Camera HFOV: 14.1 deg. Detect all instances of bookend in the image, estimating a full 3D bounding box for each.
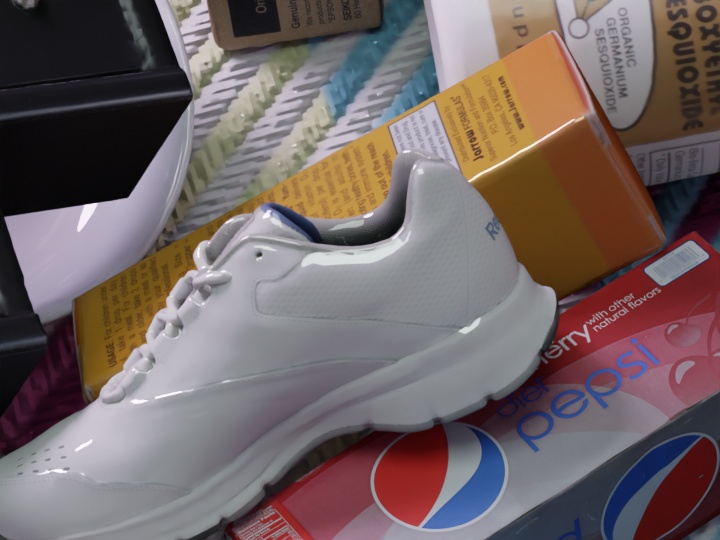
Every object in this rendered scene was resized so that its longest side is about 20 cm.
[{"bbox_3d":[-0.139,-0.034,0.989,0.198,0.092,0.200,-9,67,-28],"label":"bookend"}]

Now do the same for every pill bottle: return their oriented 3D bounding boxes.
[{"bbox_3d":[0.127,-0.092,1.076,0.199,0.115,0.115,-10,48,1],"label":"pill bottle"}]

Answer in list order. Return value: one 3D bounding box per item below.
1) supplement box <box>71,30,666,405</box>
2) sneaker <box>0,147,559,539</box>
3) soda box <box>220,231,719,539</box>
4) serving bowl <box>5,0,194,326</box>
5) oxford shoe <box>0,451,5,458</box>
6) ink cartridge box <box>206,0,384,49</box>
[{"bbox_3d":[0.000,0.000,1.008,0.200,0.067,0.069,-29,35,6],"label":"supplement box"},{"bbox_3d":[-0.039,0.027,0.947,0.200,0.087,0.075,-27,21,0],"label":"sneaker"},{"bbox_3d":[0.055,0.073,0.974,0.200,0.070,0.063,-30,51,-16],"label":"soda box"},{"bbox_3d":[-0.166,-0.062,1.095,0.200,0.066,0.201,8,70,-22],"label":"serving bowl"},{"bbox_3d":[-0.141,0.097,0.989,0.073,0.071,0.200,-14,48,-10],"label":"oxford shoe"},{"bbox_3d":[-0.043,-0.218,1.181,0.075,0.165,0.200,-9,48,2],"label":"ink cartridge box"}]
